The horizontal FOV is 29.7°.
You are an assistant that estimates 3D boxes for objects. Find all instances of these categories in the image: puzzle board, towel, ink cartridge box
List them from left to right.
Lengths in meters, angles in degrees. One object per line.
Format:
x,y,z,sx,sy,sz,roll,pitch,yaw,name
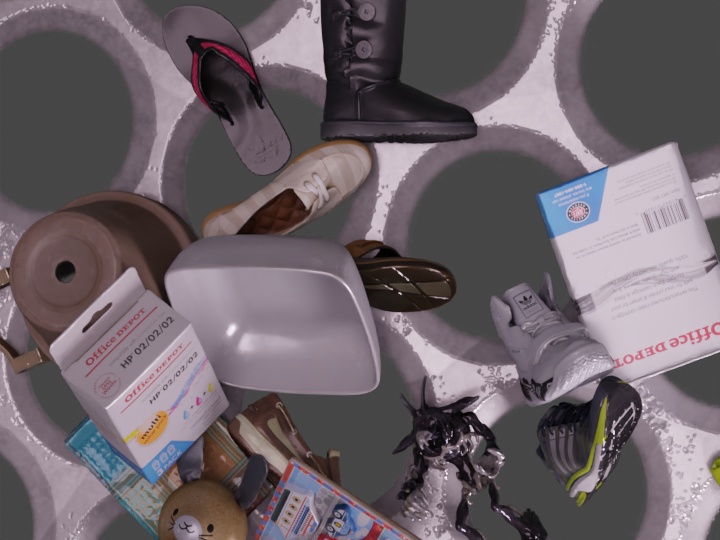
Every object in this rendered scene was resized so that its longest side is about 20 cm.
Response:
-0.206,0.103,1.291,0.067,0.201,0.115,33,67,28,ink cartridge box
-0.200,0.200,1.430,0.200,0.022,0.147,45,97,4,towel
-0.033,0.282,1.347,0.149,0.017,0.201,31,136,6,puzzle board
0.270,-0.004,1.326,0.143,0.084,0.203,-20,88,7,ink cartridge box

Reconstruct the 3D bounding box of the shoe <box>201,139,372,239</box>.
-0.072,-0.064,1.377,0.198,0.054,0.070,-29,124,13,shoe

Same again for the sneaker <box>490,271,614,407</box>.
0.175,0.062,1.289,0.074,0.200,0.116,-23,82,-7,sneaker

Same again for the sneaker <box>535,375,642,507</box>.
0.209,0.156,1.297,0.081,0.201,0.074,35,60,18,sneaker

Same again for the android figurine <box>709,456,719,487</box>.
0.440,0.187,1.329,0.181,0.041,0.202,-31,87,7,android figurine

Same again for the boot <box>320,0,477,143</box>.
0.039,-0.233,1.368,0.162,0.066,0.204,1,87,6,boot

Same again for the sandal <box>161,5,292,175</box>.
-0.136,-0.191,1.398,0.075,0.045,0.201,-33,87,8,sandal

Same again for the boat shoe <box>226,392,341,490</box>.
-0.046,0.212,1.385,0.075,0.075,0.203,-41,94,-14,boat shoe

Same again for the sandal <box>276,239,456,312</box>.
0.000,0.000,1.380,0.197,0.082,0.055,0,56,18,sandal

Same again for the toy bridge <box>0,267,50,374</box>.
-0.399,0.016,1.450,0.066,0.027,0.202,-23,88,9,toy bridge

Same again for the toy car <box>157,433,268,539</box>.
-0.167,0.265,1.350,0.162,0.158,0.203,20,88,18,toy car

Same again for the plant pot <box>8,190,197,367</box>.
-0.264,0.008,1.346,0.197,0.175,0.204,-1,82,8,plant pot

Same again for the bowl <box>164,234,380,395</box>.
-0.079,0.036,1.339,0.197,0.201,0.075,1,49,15,bowl

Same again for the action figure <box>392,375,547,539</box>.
0.100,0.205,1.349,0.118,0.102,0.201,-36,88,19,action figure
